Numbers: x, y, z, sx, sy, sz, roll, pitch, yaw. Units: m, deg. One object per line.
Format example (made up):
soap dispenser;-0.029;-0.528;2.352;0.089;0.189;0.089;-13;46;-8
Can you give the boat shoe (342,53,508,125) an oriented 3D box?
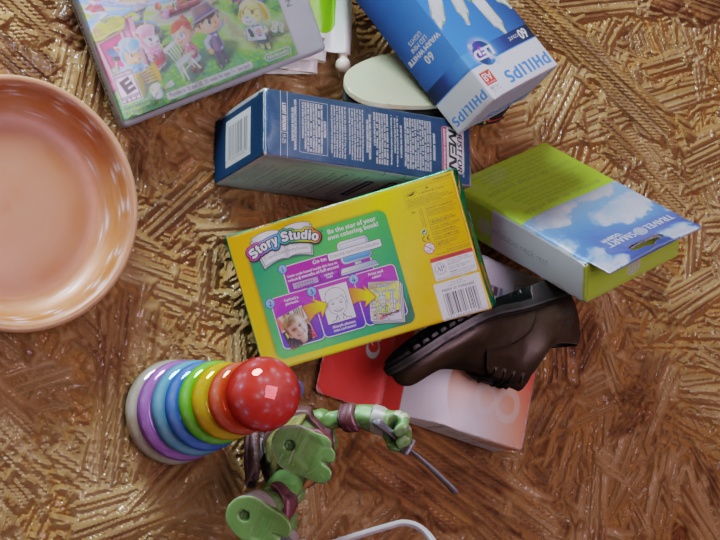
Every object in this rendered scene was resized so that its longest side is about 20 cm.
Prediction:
boat shoe;0.064;-0.155;1.395;0.201;0.063;0.074;-12;53;-38

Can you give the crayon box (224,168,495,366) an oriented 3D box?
crayon box;0.000;0.000;1.289;0.199;0.058;0.119;-16;91;6

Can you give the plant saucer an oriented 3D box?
plant saucer;-0.272;-0.050;1.213;0.199;0.037;0.201;4;81;-29

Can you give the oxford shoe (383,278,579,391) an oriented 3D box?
oxford shoe;0.113;0.069;1.348;0.199;0.073;0.085;-18;89;-25

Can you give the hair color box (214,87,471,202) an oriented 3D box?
hair color box;-0.015;-0.100;1.332;0.199;0.100;0.061;7;75;-29

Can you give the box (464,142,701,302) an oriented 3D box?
box;0.189;-0.042;1.391;0.122;0.200;0.048;-25;130;-30

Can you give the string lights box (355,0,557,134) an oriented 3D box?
string lights box;0.068;-0.225;1.353;0.103;0.059;0.200;-32;81;-44

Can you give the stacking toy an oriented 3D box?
stacking toy;-0.107;0.103;1.189;0.085;0.200;0.086;5;80;-29

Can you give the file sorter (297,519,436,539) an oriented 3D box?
file sorter;0.001;0.307;1.201;0.124;0.201;0.139;-11;50;-35

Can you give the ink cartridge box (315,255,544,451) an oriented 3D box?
ink cartridge box;0.070;0.057;1.387;0.199;0.050;0.163;21;72;-29

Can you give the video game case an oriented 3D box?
video game case;-0.143;-0.237;1.295;0.199;0.022;0.183;-25;101;-25

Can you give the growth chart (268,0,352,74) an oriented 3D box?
growth chart;-0.090;-0.232;1.346;0.199;0.018;0.146;-8;94;-27

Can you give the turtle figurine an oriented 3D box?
turtle figurine;-0.017;0.175;1.231;0.143;0.194;0.201;-23;86;13
